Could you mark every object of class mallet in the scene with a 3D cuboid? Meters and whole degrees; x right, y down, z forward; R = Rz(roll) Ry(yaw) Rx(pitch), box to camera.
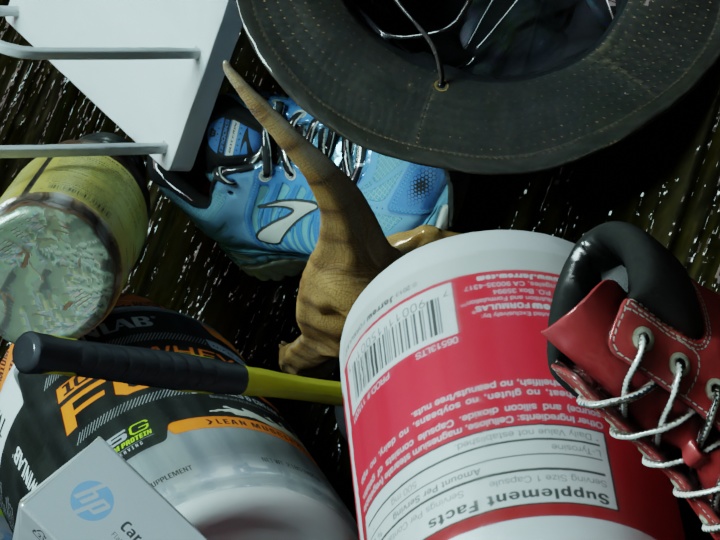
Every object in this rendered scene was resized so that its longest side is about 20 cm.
[{"bbox_3d":[-0.046,0.043,1.106,0.066,0.200,0.041,-10,74,61],"label":"mallet"}]

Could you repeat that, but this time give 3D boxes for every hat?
[{"bbox_3d":[0.051,-0.112,1.160,0.081,0.200,0.201,80,-155,-69],"label":"hat"}]

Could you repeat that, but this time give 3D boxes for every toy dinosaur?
[{"bbox_3d":[0.000,0.000,1.139,0.200,0.106,0.061,94,174,-55],"label":"toy dinosaur"}]

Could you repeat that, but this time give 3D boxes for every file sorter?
[{"bbox_3d":[-0.123,-0.161,1.198,0.139,0.124,0.200,42,121,38],"label":"file sorter"}]

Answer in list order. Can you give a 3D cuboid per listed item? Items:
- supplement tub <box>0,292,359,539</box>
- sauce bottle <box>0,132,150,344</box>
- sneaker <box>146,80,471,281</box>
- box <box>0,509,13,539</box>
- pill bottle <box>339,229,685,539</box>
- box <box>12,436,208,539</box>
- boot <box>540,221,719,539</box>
[{"bbox_3d":[-0.082,0.093,1.185,0.123,0.122,0.200,-56,32,9],"label":"supplement tub"},{"bbox_3d":[-0.121,-0.021,1.236,0.065,0.065,0.200,-53,5,14],"label":"sauce bottle"},{"bbox_3d":[-0.026,-0.040,1.240,0.200,0.090,0.079,-10,57,53],"label":"sneaker"},{"bbox_3d":[-0.155,0.133,1.261,0.048,0.122,0.200,-52,32,8],"label":"box"},{"bbox_3d":[0.055,0.092,0.994,0.112,0.112,0.200,-41,37,30],"label":"pill bottle"},{"bbox_3d":[-0.060,0.161,0.997,0.041,0.156,0.200,-41,-15,-26],"label":"box"},{"bbox_3d":[0.118,0.075,0.885,0.072,0.144,0.200,-43,37,24],"label":"boot"}]
